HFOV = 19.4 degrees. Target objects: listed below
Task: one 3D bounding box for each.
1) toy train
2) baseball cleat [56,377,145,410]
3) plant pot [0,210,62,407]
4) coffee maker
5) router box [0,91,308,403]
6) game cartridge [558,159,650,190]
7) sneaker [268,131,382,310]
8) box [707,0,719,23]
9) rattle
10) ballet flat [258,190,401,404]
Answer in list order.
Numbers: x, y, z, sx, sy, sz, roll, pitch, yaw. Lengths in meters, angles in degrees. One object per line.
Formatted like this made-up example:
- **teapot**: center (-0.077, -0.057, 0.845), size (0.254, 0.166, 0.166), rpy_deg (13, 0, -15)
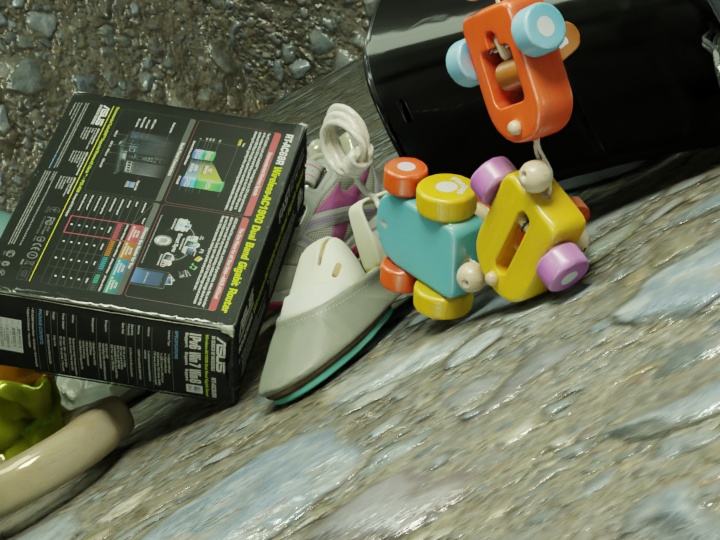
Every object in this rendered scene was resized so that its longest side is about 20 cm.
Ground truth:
- **toy train**: center (0.061, -0.057, 1.009), size (0.056, 0.150, 0.200), rpy_deg (-19, -4, -31)
- **baseball cleat**: center (-0.118, 0.031, 1.435), size (0.200, 0.070, 0.106), rpy_deg (-47, -29, -3)
- **plant pot**: center (-0.281, 0.044, 1.480), size (0.161, 0.201, 0.201), rpy_deg (-5, 25, 49)
- **coffee maker**: center (0.108, -0.111, 1.068), size (0.200, 0.135, 0.192), rpy_deg (-14, 11, 24)
- **router box**: center (-0.123, -0.018, 1.241), size (0.150, 0.062, 0.200), rpy_deg (9, 41, 7)
- **game cartridge**: center (0.158, -0.094, 1.257), size (0.133, 0.041, 0.200), rpy_deg (-29, 7, -16)
- **sneaker**: center (-0.046, -0.031, 1.368), size (0.081, 0.088, 0.200), rpy_deg (-10, 17, 27)
- **box**: center (0.244, -0.141, 0.835), size (0.200, 0.148, 0.104), rpy_deg (-24, 9, 31)
- **rattle**: center (-0.232, 0.092, 1.189), size (0.130, 0.143, 0.200), rpy_deg (1, 21, 41)
- **ballet flat**: center (0.000, 0.000, 1.150), size (0.200, 0.064, 0.067), rpy_deg (-38, 10, -39)
